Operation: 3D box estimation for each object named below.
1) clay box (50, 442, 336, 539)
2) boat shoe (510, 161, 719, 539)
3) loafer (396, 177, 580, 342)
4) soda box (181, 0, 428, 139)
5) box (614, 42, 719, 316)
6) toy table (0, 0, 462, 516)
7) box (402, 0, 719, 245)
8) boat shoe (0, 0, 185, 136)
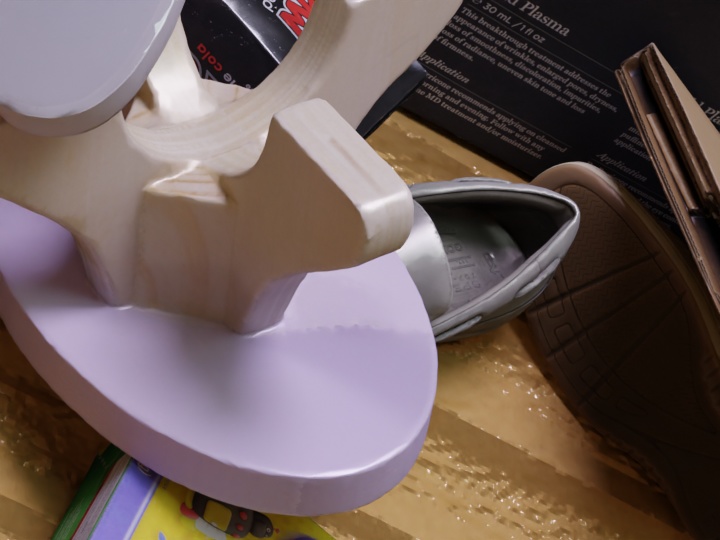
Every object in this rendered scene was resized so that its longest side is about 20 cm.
[{"bbox_3d":[-0.018,0.148,0.886,0.200,0.048,0.115,39,43,-13],"label":"clay box"},{"bbox_3d":[0.132,0.041,1.086,0.200,0.072,0.065,54,32,-2],"label":"boat shoe"},{"bbox_3d":[0.000,0.000,0.990,0.199,0.070,0.070,-16,73,-46],"label":"loafer"},{"bbox_3d":[-0.072,-0.116,1.008,0.200,0.071,0.063,48,42,-3],"label":"soda box"},{"bbox_3d":[0.171,0.025,1.067,0.200,0.021,0.164,46,19,-45],"label":"box"},{"bbox_3d":[-0.046,-0.032,0.883,0.200,0.118,0.184,37,49,26],"label":"toy table"},{"bbox_3d":[0.130,-0.118,1.109,0.199,0.182,0.105,27,46,-26],"label":"box"},{"bbox_3d":[-0.080,-0.123,0.839,0.072,0.066,0.201,-3,63,4],"label":"boat shoe"}]
